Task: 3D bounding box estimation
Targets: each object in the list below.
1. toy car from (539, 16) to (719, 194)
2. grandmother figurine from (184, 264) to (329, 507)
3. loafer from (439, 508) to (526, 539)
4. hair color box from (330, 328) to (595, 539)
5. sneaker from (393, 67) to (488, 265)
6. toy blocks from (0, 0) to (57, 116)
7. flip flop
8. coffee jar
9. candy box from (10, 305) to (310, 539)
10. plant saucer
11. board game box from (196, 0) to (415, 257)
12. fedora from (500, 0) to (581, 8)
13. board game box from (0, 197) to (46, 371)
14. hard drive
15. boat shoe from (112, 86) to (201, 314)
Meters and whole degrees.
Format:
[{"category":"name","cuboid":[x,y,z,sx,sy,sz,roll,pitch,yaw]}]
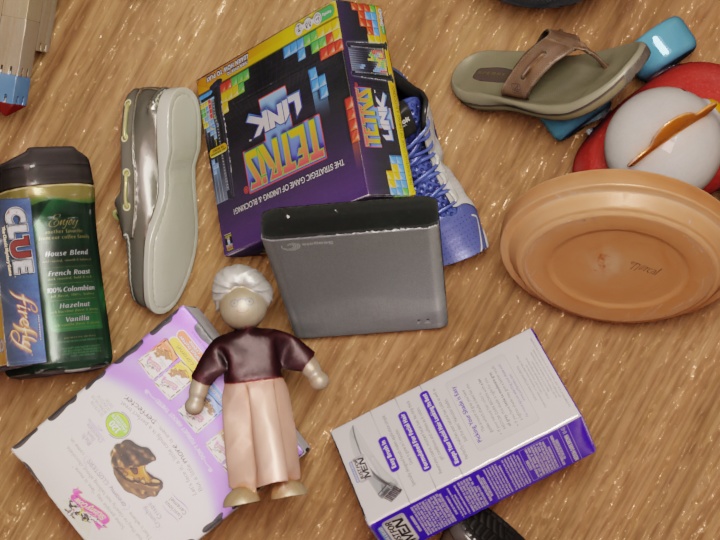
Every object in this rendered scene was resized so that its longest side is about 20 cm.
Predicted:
[{"category":"toy car","cuboid":[0.264,-0.111,1.175,0.177,0.200,0.184,-34,86,1]},{"category":"grandmother figurine","cuboid":[-0.087,0.093,1.193,0.121,0.061,0.200,-7,81,-18]},{"category":"loafer","cuboid":[0.144,0.288,1.237,0.200,0.073,0.071,44,123,5]},{"category":"hair color box","cuboid":[0.086,0.147,1.218,0.200,0.065,0.109,-26,46,1]},{"category":"sneaker","cuboid":[0.037,-0.095,1.232,0.080,0.115,0.200,-25,86,3]},{"category":"toy blocks","cuboid":[-0.359,-0.218,1.283,0.200,0.100,0.137,13,97,15]},{"category":"flip flop","cuboid":[0.152,-0.175,1.205,0.081,0.200,0.058,-50,128,-25]},{"category":"coffee jar","cuboid":[-0.276,-0.007,1.253,0.085,0.104,0.200,-5,86,-33]},{"category":"candy box","cuboid":[-0.174,0.157,1.255,0.200,0.072,0.168,-39,86,0]},{"category":"plant saucer","cuboid":[0.215,-0.011,1.180,0.200,0.200,0.032,8,58,4]},{"category":"board game box","cuboid":[-0.052,-0.114,1.203,0.200,0.057,0.166,-21,75,47]},{"category":"fedora","cuboid":[0.158,-0.322,1.247,0.200,0.092,0.201,0,87,4]},{"category":"board game box","cuboid":[-0.322,0.020,1.216,0.035,0.200,0.136,-5,86,-31]},{"category":"hard drive","cuboid":[0.000,0.000,1.188,0.139,0.200,0.033,-4,64,4]},{"category":"boat shoe","cuboid":[-0.186,-0.064,1.270,0.060,0.072,0.202,7,95,25]}]
